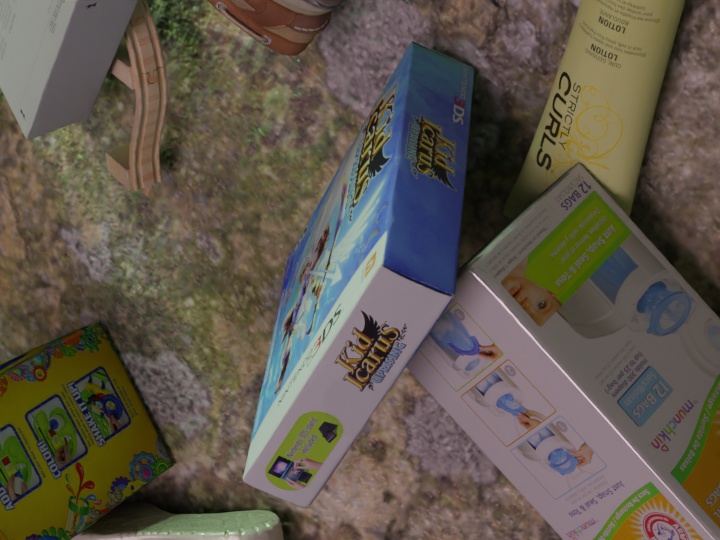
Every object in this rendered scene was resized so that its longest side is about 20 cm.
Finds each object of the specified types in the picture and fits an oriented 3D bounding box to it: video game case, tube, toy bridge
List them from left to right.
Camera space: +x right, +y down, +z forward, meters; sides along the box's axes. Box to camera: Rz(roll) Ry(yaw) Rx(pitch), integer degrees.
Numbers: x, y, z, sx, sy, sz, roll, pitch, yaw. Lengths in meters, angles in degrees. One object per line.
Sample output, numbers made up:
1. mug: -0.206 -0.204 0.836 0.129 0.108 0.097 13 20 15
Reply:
1. toy bridge: -0.145 -0.133 1.153 0.067 0.027 0.201 38 143 47
2. video game case: 0.000 0.000 1.036 0.045 0.201 0.182 23 129 -13
3. tube: 0.131 -0.091 0.996 0.058 0.052 0.201 -112 27 -45

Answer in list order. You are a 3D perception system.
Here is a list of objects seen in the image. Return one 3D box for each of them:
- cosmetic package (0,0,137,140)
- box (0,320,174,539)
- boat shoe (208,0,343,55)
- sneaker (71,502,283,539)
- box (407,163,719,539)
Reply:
1. cosmetic package: -0.199 -0.188 1.119 0.152 0.051 0.200 64 156 10
2. box: -0.278 0.150 1.309 0.199 0.192 0.123 -22 98 40
3. boat shoe: -0.096 -0.199 1.089 0.200 0.076 0.072 44 136 16
4. sneaker: -0.135 0.229 1.320 0.199 0.077 0.112 -3 101 30
5. box: 0.132 0.063 1.008 0.200 0.112 0.101 48 143 2
